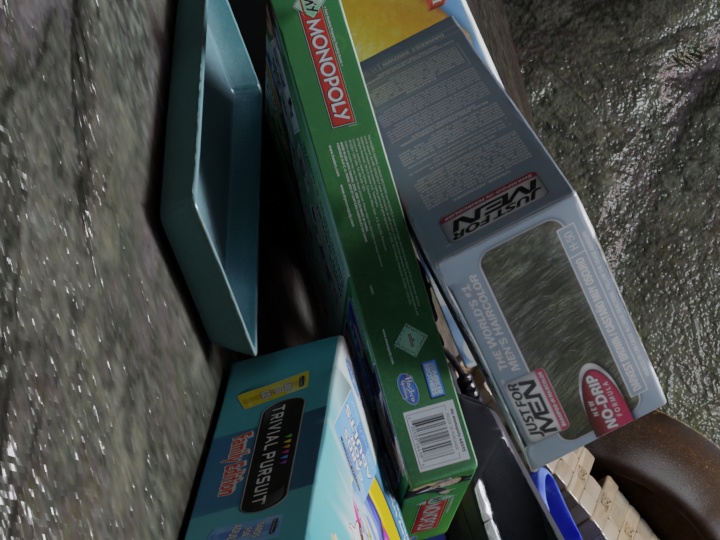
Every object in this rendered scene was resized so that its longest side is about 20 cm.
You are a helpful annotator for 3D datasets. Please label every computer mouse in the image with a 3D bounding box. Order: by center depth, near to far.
[{"bbox_3d":[0.048,0.096,1.060,0.201,0.046,0.140,63,-4,8],"label":"computer mouse"}]

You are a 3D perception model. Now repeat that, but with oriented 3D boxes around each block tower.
[{"bbox_3d":[0.107,0.133,1.285,0.200,0.054,0.058,50,27,-7],"label":"block tower"}]

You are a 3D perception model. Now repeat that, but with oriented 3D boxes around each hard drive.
[{"bbox_3d":[-0.019,-0.061,1.151,0.200,0.033,0.141,47,29,-73],"label":"hard drive"}]

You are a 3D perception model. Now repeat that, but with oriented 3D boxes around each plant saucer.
[{"bbox_3d":[-0.057,-0.048,0.932,0.201,0.019,0.070,-91,164,-57],"label":"plant saucer"},{"bbox_3d":[0.143,0.162,1.348,0.032,0.199,0.201,-45,124,-47],"label":"plant saucer"}]

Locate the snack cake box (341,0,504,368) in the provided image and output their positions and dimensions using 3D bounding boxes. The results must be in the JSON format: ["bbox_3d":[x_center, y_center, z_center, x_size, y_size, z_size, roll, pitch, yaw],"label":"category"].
[{"bbox_3d":[0.042,-0.062,1.134,0.115,0.067,0.201,-26,93,-86],"label":"snack cake box"}]

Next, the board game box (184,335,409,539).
[{"bbox_3d":[-0.010,0.130,0.817,0.200,0.047,0.152,-82,155,-70],"label":"board game box"}]

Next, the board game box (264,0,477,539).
[{"bbox_3d":[0.000,0.000,0.960,0.135,0.029,0.201,98,-23,-74],"label":"board game box"}]

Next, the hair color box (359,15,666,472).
[{"bbox_3d":[0.052,-0.017,0.966,0.099,0.060,0.200,63,2,-27],"label":"hair color box"}]

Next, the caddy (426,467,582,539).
[{"bbox_3d":[0.091,0.182,1.175,0.200,0.104,0.142,61,16,-57],"label":"caddy"}]
